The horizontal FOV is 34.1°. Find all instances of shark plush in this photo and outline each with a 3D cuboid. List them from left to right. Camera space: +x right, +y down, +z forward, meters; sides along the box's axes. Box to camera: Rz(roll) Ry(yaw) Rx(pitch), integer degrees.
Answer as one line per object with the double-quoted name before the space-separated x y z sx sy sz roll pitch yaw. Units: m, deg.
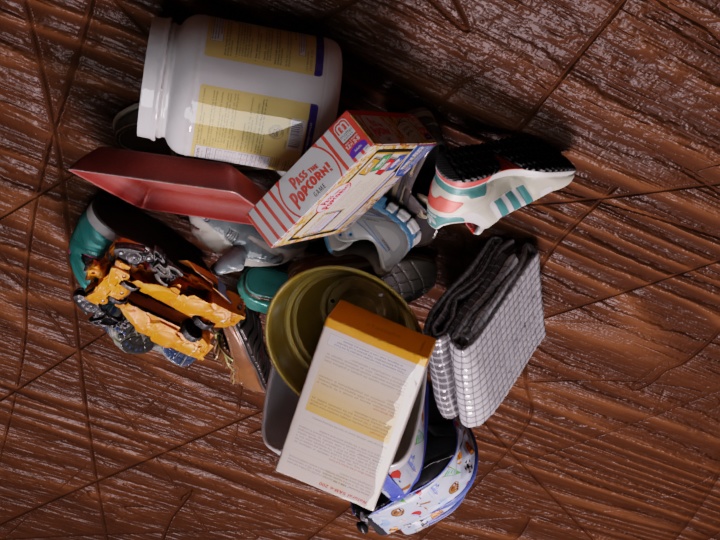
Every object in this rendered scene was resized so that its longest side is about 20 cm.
"shark plush" -0.112 -0.047 1.446 0.196 0.091 0.085 2 109 7

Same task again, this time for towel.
"towel" 0.156 0.074 1.490 0.085 0.201 0.167 18 142 29

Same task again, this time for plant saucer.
"plant saucer" -0.197 -0.095 1.324 0.197 0.037 0.200 8 172 14

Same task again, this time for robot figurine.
"robot figurine" -0.247 0.032 1.424 0.199 0.059 0.145 30 123 -29

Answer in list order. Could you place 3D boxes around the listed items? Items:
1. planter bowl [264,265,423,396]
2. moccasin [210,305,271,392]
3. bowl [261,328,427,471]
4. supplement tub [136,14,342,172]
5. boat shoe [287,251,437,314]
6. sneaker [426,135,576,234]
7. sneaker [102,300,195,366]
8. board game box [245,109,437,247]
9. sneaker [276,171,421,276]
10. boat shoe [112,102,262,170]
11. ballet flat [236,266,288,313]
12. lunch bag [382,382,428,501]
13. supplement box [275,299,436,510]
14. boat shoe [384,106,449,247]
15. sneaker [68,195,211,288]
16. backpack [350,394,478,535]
"planter bowl" -0.010 0.069 1.409 0.197 0.084 0.203 7 117 14
"moccasin" -0.170 0.103 1.608 0.076 0.075 0.202 4 156 6
"bowl" -0.015 0.159 1.476 0.196 0.203 0.075 7 153 10
"supplement tub" -0.126 -0.185 1.224 0.196 0.147 0.146 9 139 -9
"boat shoe" 0.000 0.000 1.490 0.197 0.074 0.077 -5 128 -20
"sneaker" 0.155 -0.093 1.337 0.197 0.071 0.094 -10 136 -34
"sneaker" -0.277 0.069 1.566 0.085 0.078 0.199 28 -179 30
"board game box" -0.014 -0.097 1.216 0.151 0.200 0.046 -43 81 19
"sneaker" -0.028 -0.068 1.359 0.199 0.087 0.075 35 155 2
"boat shoe" -0.185 -0.149 1.329 0.198 0.061 0.073 1 140 0
"ballet flat" -0.069 0.037 1.550 0.197 0.068 0.070 14 162 -14
"lunch bag" 0.019 0.192 1.609 0.122 0.202 0.171 -16 138 18
"supplement box" -0.005 0.154 1.340 0.124 0.074 0.203 22 108 5
"boat shoe" 0.069 -0.093 1.363 0.074 0.074 0.202 -24 140 -13
"sneaker" -0.289 0.003 1.484 0.199 0.084 0.120 37 123 -25
"backpack" 0.082 0.285 1.734 0.189 0.202 0.154 -32 135 24
